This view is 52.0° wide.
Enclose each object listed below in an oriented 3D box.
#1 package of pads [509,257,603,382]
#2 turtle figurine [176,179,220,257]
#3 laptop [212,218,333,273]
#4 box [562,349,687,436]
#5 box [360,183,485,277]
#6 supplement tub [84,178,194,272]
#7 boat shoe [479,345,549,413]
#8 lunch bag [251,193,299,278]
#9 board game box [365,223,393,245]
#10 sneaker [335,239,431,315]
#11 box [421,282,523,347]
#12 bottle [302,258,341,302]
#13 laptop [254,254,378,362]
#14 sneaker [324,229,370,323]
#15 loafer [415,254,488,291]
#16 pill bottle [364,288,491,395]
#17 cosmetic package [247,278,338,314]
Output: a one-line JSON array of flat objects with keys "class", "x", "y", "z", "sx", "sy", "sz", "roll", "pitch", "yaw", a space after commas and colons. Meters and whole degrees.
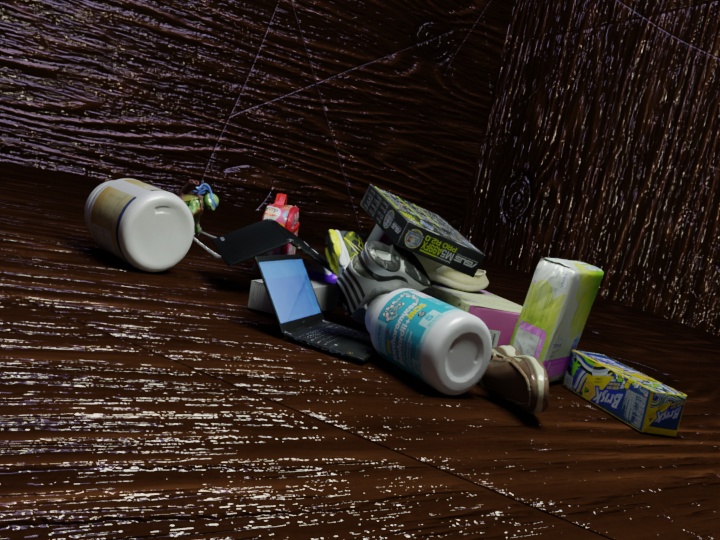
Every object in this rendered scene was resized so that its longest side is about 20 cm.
[{"class": "package of pads", "x": 0.310, "y": 0.082, "z": 1.192, "sx": 0.067, "sy": 0.204, "sz": 0.153, "roll": 23, "pitch": 12, "yaw": 34}, {"class": "turtle figurine", "x": -0.410, "y": -0.093, "z": 1.699, "sx": 0.190, "sy": 0.203, "sz": 0.145, "roll": -9, "pitch": 36, "yaw": 2}, {"class": "laptop", "x": -0.156, "y": -0.023, "z": 1.385, "sx": 0.199, "sy": 0.104, "sz": 0.177, "roll": 35, "pitch": 3, "yaw": -27}, {"class": "box", "x": 0.398, "y": 0.183, "z": 1.133, "sx": 0.069, "sy": 0.066, "sz": 0.200, "roll": 11, "pitch": 8, "yaw": -20}, {"class": "box", "x": 0.100, "y": -0.070, "z": 1.251, "sx": 0.158, "sy": 0.045, "sz": 0.200, "roll": 21, "pitch": 15, "yaw": -26}, {"class": "supplement tub", "x": -0.412, "y": -0.089, "z": 1.360, "sx": 0.143, "sy": 0.147, "sz": 0.198, "roll": 7, "pitch": 10, "yaw": -44}, {"class": "boat shoe", "x": 0.199, "y": 0.151, "z": 1.020, "sx": 0.073, "sy": 0.076, "sz": 0.202, "roll": -1, "pitch": 2, "yaw": -4}, {"class": "lunch bag", "x": -0.177, "y": -0.075, "z": 1.583, "sx": 0.080, "sy": 0.180, "sz": 0.200, "roll": 9, "pitch": 8, "yaw": -2}, {"class": "board game box", "x": 0.102, "y": -0.010, "z": 1.421, "sx": 0.197, "sy": 0.149, "sz": 0.065, "roll": 23, "pitch": 20, "yaw": -22}, {"class": "sneaker", "x": 0.027, "y": 0.017, "z": 1.166, "sx": 0.199, "sy": 0.115, "sz": 0.076, "roll": 15, "pitch": 40, "yaw": -56}, {"class": "box", "x": 0.200, "y": 0.093, "z": 1.329, "sx": 0.173, "sy": 0.099, "sz": 0.199, "roll": 10, "pitch": 9, "yaw": -28}, {"class": "bottle", "x": -0.062, "y": 0.026, "z": 1.472, "sx": 0.196, "sy": 0.067, "sz": 0.084, "roll": 15, "pitch": 10, "yaw": 8}, {"class": "laptop", "x": -0.049, "y": 0.052, "z": 1.131, "sx": 0.196, "sy": 0.105, "sz": 0.177, "roll": 16, "pitch": 8, "yaw": 17}, {"class": "sneaker", "x": 0.000, "y": 0.000, "z": 1.273, "sx": 0.083, "sy": 0.075, "sz": 0.202, "roll": -9, "pitch": 53, "yaw": -18}, {"class": "loafer", "x": 0.151, "y": -0.010, "z": 1.352, "sx": 0.196, "sy": 0.070, "sz": 0.076, "roll": 11, "pitch": 7, "yaw": -20}, {"class": "pill bottle", "x": 0.086, "y": 0.092, "z": 1.049, "sx": 0.109, "sy": 0.113, "sz": 0.199, "roll": 9, "pitch": 8, "yaw": -34}, {"class": "cosmetic package", "x": -0.111, "y": 0.044, "z": 1.281, "sx": 0.081, "sy": 0.052, "sz": 0.199, "roll": 14, "pitch": 6, "yaw": 20}]
